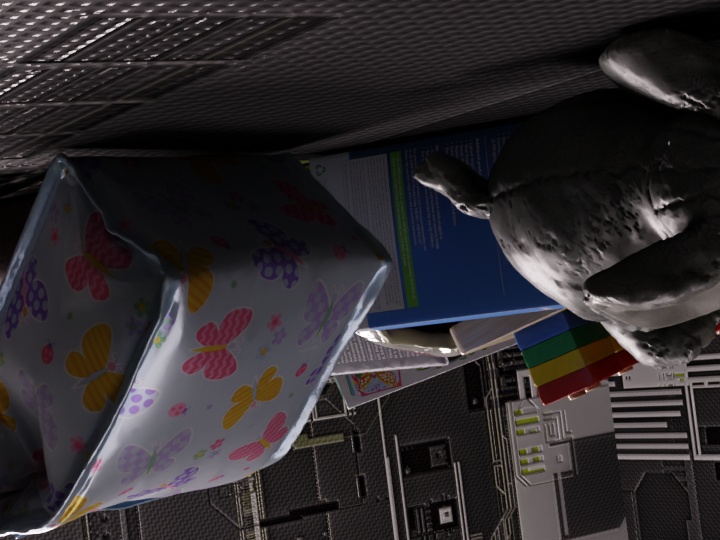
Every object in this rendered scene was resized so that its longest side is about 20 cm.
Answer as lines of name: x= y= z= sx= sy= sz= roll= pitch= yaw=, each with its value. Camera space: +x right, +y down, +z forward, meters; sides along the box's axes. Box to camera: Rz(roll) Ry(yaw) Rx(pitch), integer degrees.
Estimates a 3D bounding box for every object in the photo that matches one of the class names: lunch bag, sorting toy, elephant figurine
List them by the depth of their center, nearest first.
elephant figurine: x=0.141 y=-0.037 z=0.623 sx=0.155 sy=0.142 sz=0.200 roll=-35 pitch=-176 yaw=-13
lunch bag: x=-0.107 y=0.043 z=0.811 sx=0.169 sy=0.201 sz=0.127 roll=-7 pitch=-139 yaw=-48
sorting toy: x=0.186 y=0.019 z=0.970 sx=0.199 sy=0.070 sz=0.198 roll=-27 pitch=173 yaw=24

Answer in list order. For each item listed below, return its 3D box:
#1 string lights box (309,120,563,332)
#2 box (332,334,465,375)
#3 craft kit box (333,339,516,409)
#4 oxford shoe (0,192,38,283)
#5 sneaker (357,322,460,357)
string lights box: x=0.077 y=-0.027 z=0.865 sx=0.198 sy=0.104 sz=0.059 roll=-8 pitch=177 yaw=22
box: x=0.021 y=0.007 z=1.187 sx=0.199 sy=0.108 sz=0.148 roll=-9 pitch=-170 yaw=42
craft kit box: x=0.070 y=0.035 z=1.348 sx=0.196 sy=0.049 sz=0.200 roll=-24 pitch=-165 yaw=6
oxford shoe: x=-0.148 y=-0.027 z=0.877 sx=0.199 sy=0.072 sz=0.073 roll=-5 pitch=151 yaw=-31
sneaker: x=0.000 y=0.000 z=1.006 sx=0.199 sy=0.082 sz=0.088 roll=19 pitch=-179 yaw=-14
